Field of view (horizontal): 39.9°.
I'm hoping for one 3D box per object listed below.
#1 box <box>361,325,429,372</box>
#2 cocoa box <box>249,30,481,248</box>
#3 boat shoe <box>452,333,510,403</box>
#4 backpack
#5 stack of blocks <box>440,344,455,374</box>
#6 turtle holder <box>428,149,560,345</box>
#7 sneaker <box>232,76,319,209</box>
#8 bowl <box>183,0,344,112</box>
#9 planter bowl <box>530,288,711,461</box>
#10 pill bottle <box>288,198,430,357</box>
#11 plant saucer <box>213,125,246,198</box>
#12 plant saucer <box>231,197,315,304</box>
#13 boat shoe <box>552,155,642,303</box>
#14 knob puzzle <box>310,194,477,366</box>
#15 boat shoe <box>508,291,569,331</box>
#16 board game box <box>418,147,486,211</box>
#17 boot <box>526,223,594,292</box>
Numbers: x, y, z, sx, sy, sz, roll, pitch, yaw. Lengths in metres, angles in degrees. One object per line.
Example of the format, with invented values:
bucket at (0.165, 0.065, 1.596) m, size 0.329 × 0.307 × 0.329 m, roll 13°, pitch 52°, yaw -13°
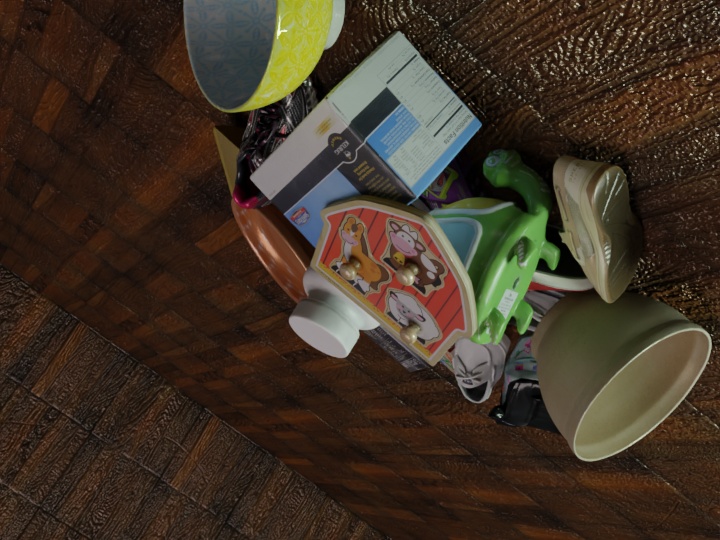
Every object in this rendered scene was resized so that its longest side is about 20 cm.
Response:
box at (0.035, 0.068, 1.354) m, size 0.158 × 0.048 × 0.200 m, roll 41°, pitch 171°, yaw 3°
cocoa box at (0.002, -0.123, 1.031) m, size 0.131 × 0.133 × 0.200 m, roll 46°, pitch 147°, yaw -7°
boat shoe at (0.150, 0.121, 1.296) m, size 0.072 × 0.069 × 0.200 m, roll 20°, pitch 160°, yaw 11°
backpack at (0.257, 0.145, 1.322) m, size 0.166 × 0.127 × 0.200 m, roll 6°, pitch 156°, yaw 12°
stack of blocks at (0.115, 0.073, 1.402) m, size 0.115 × 0.059 × 0.200 m, roll 39°, pitch 169°, yaw 41°
turtle holder at (0.126, -0.022, 1.032) m, size 0.131 × 0.141 × 0.187 m, roll 26°, pitch 125°, yaw 23°
sneaker at (-0.103, -0.158, 1.164) m, size 0.080 × 0.075 × 0.201 m, roll 30°, pitch 130°, yaw 25°
bowl at (-0.080, -0.249, 0.932) m, size 0.107 × 0.202 × 0.200 m, roll -5°, pitch 180°, yaw -33°
planter bowl at (0.283, 0.101, 1.148) m, size 0.135 × 0.200 × 0.201 m, roll 50°, pitch 172°, yaw 36°
pill bottle at (0.000, 0.000, 1.186) m, size 0.111 × 0.201 × 0.111 m, roll 27°, pitch 157°, yaw 13°
plant saucer at (-0.106, -0.098, 1.351) m, size 0.200 × 0.048 × 0.200 m, roll 43°, pitch 162°, yaw 19°
plant saucer at (-0.099, -0.026, 1.333) m, size 0.200 × 0.037 × 0.200 m, roll 47°, pitch 163°, yaw 19°
boat shoe at (0.243, -0.043, 1.029) m, size 0.065 × 0.072 × 0.200 m, roll 28°, pitch 159°, yaw 38°
knob puzzle at (0.032, 0.005, 0.990) m, size 0.219 × 0.030 × 0.220 m, roll 30°, pitch 146°, yaw 23°
boat shoe at (0.182, 0.037, 1.273) m, size 0.199 × 0.067 × 0.074 m, roll 10°, pitch 149°, yaw 47°
board game box at (0.081, -0.111, 1.150) m, size 0.119 × 0.032 × 0.200 m, roll 11°, pitch 150°, yaw 33°
boot at (0.181, 0.012, 1.170) m, size 0.199 × 0.073 × 0.145 m, roll 11°, pitch 143°, yaw 16°
